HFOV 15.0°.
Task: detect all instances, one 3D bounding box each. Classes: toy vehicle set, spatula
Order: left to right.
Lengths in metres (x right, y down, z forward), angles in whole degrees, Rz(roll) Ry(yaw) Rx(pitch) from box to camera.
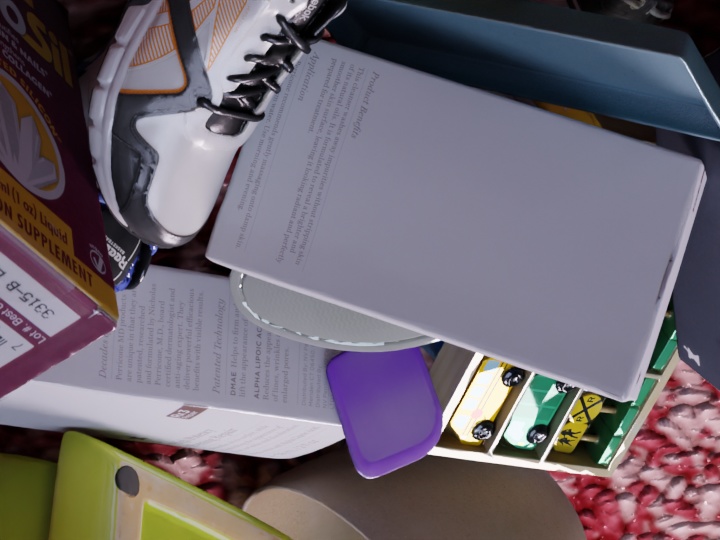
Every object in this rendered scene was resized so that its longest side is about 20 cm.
[{"bbox_3d":[0.000,0.000,1.332,0.056,0.021,0.201,-19,108,-27],"label":"spatula"},{"bbox_3d":[0.117,0.014,1.375,0.124,0.027,0.201,8,122,-32],"label":"toy vehicle set"}]

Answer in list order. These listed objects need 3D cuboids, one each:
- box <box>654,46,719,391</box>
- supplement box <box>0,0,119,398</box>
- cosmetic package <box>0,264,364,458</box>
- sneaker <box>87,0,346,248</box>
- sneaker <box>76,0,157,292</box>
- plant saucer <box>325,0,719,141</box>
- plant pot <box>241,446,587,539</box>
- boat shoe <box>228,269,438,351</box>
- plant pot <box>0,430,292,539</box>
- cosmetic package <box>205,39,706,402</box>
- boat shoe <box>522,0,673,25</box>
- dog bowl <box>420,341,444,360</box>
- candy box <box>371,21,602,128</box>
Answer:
[{"bbox_3d":[0.255,-0.040,1.304,0.198,0.123,0.200,-35,142,-17],"label":"box"},{"bbox_3d":[-0.187,-0.055,1.156,0.103,0.201,0.131,-31,136,17],"label":"supplement box"},{"bbox_3d":[-0.107,0.043,1.357,0.199,0.074,0.102,7,163,-23],"label":"cosmetic package"},{"bbox_3d":[-0.054,-0.100,1.148,0.074,0.080,0.201,-3,114,-56],"label":"sneaker"},{"bbox_3d":[-0.103,-0.053,1.245,0.199,0.115,0.081,-33,136,14],"label":"sneaker"},{"bbox_3d":[0.065,-0.097,1.175,0.199,0.019,0.070,14,159,33],"label":"plant saucer"},{"bbox_3d":[0.047,0.168,1.500,0.134,0.200,0.201,-34,147,-28],"label":"plant pot"},{"bbox_3d":[0.038,-0.008,1.293,0.199,0.061,0.076,0,133,5],"label":"boat shoe"},{"bbox_3d":[-0.144,0.201,1.413,0.181,0.200,0.200,-20,144,35],"label":"plant pot"},{"bbox_3d":[0.045,-0.023,1.209,0.199,0.113,0.081,20,179,7],"label":"cosmetic package"},{"bbox_3d":[0.095,-0.144,1.216,0.064,0.071,0.200,-33,163,9],"label":"boat shoe"},{"bbox_3d":[0.075,0.010,1.415,0.111,0.050,0.200,-30,136,17],"label":"dog bowl"},{"bbox_3d":[0.031,-0.117,1.239,0.026,0.102,0.200,-59,139,-18],"label":"candy box"}]
